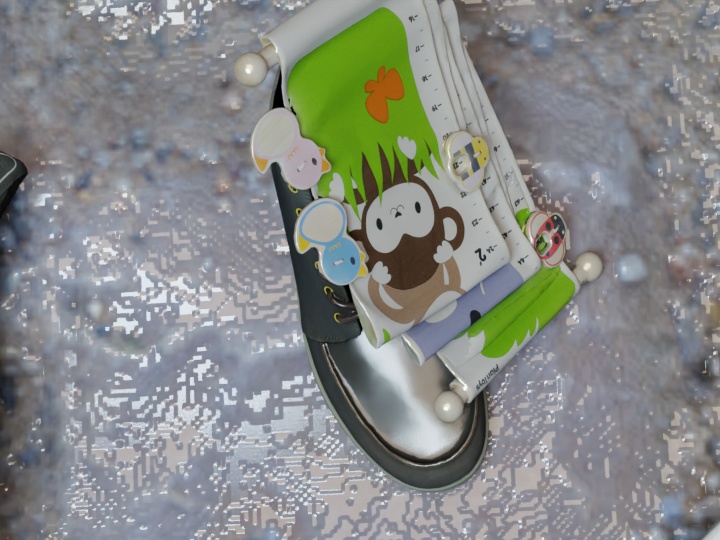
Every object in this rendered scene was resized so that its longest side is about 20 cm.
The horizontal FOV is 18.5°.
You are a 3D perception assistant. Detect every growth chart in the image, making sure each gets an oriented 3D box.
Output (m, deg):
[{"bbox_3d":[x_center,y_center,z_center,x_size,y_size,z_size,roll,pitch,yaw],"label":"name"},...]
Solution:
[{"bbox_3d":[0.026,-0.036,0.939,0.145,0.018,0.201,-48,121,-35],"label":"growth chart"}]

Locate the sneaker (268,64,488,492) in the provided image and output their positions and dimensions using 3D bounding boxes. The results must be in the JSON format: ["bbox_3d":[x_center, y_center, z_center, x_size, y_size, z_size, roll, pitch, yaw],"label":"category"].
[{"bbox_3d":[0.000,0.000,0.972,0.074,0.106,0.201,-21,79,-1],"label":"sneaker"}]

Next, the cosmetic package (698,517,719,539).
[{"bbox_3d":[0.147,0.191,0.943,0.113,0.081,0.200,42,86,11],"label":"cosmetic package"}]

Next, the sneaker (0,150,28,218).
[{"bbox_3d":[-0.195,0.041,1.002,0.086,0.080,0.201,28,91,-4],"label":"sneaker"}]
